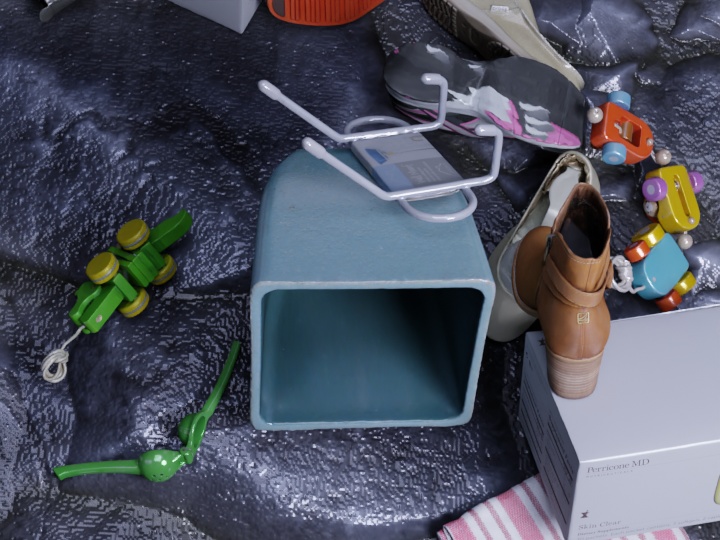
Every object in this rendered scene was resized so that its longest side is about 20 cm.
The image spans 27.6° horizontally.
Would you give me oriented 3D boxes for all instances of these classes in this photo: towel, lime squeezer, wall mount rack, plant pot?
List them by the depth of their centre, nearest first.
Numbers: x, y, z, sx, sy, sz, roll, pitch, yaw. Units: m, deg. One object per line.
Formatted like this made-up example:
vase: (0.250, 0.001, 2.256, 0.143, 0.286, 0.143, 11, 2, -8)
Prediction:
wall mount rack: (0.014, -0.110, 1.215, 0.173, 0.075, 0.200, -9, 32, -19)
plant pot: (0.000, 0.000, 1.277, 0.195, 0.197, 0.201, 0, 49, -5)
towel: (0.184, 0.247, 1.284, 0.199, 0.030, 0.147, -25, 73, -16)
lime squeezer: (-0.168, 0.144, 1.292, 0.200, 0.038, 0.071, -36, 45, -16)

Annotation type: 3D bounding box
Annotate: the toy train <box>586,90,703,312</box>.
toy train: (0.252, -0.058, 1.369, 0.150, 0.056, 0.201, 20, 64, -31)

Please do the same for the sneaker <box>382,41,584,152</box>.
sneaker: (0.119, -0.160, 1.398, 0.199, 0.086, 0.081, 20, 73, 5)

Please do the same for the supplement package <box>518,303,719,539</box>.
supplement package: (0.254, 0.129, 1.258, 0.199, 0.111, 0.156, -8, 42, -8)

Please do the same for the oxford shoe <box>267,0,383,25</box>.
oxford shoe: (-0.007, -0.300, 1.460, 0.199, 0.071, 0.073, -18, 54, -18)

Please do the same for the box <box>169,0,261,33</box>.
box: (-0.126, -0.339, 1.384, 0.097, 0.200, 0.125, 24, 68, 5)

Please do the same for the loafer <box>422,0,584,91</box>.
loafer: (0.149, -0.236, 1.437, 0.200, 0.076, 0.068, 43, 77, 12)

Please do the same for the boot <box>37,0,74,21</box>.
boot: (-0.306, -0.356, 1.446, 0.138, 0.078, 0.200, -33, 74, -11)

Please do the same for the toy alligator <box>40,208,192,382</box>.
toy alligator: (-0.230, 0.016, 1.322, 0.054, 0.059, 0.200, 19, 62, 48)

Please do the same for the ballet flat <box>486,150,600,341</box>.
ballet flat: (0.166, -0.028, 1.365, 0.069, 0.070, 0.200, 27, 70, 5)

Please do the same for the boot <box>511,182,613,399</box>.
boot: (0.168, -0.012, 1.218, 0.076, 0.156, 0.200, 0, 41, 3)
